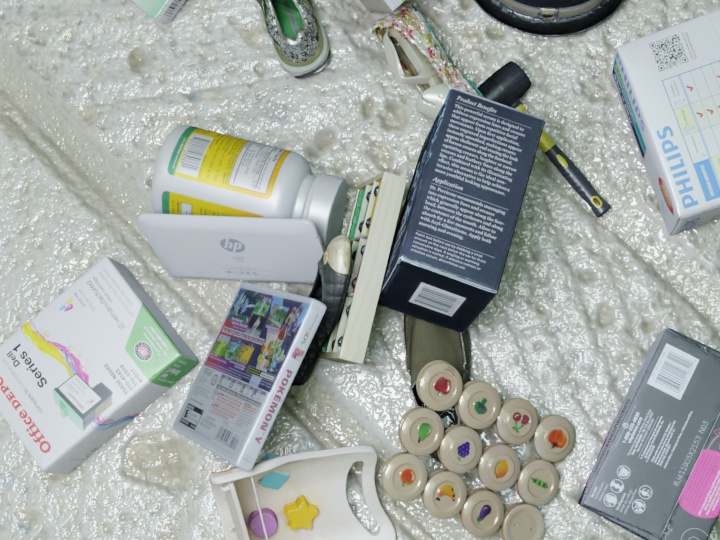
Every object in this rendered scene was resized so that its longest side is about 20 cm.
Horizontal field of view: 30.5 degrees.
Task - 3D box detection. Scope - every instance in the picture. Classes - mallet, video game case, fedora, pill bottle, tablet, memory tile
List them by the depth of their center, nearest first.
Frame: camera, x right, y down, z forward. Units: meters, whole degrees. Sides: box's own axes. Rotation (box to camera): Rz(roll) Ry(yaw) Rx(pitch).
[{"bbox_3d":[0.126,0.197,1.385,0.199,0.017,0.154,25,84,-19],"label":"memory tile"},{"bbox_3d":[-0.121,0.106,1.394,0.023,0.200,0.183,28,82,-25],"label":"video game case"},{"bbox_3d":[-0.132,-0.021,1.433,0.198,0.130,0.014,2,60,13],"label":"tablet"},{"bbox_3d":[-0.120,-0.085,1.457,0.198,0.113,0.114,14,83,9],"label":"pill bottle"},{"bbox_3d":[0.198,-0.135,1.466,0.066,0.041,0.201,-32,83,0],"label":"mallet"},{"bbox_3d":[0.209,-0.359,1.466,0.199,0.092,0.203,-1,81,7],"label":"fedora"}]

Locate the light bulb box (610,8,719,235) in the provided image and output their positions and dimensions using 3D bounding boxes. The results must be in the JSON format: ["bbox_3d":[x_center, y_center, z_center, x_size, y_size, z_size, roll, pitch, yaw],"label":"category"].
[{"bbox_3d":[0.392,-0.167,1.399,0.198,0.125,0.200,-19,80,5],"label":"light bulb box"}]

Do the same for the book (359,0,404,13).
[{"bbox_3d":[0.086,-0.365,1.463,0.200,0.134,0.048,-42,111,-2],"label":"book"}]

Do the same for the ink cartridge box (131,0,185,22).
[{"bbox_3d":[-0.255,-0.413,1.538,0.200,0.050,0.161,40,103,9],"label":"ink cartridge box"}]

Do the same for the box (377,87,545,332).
[{"bbox_3d":[0.102,-0.060,1.378,0.106,0.149,0.202,19,69,-3],"label":"box"}]

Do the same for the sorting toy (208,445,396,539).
[{"bbox_3d":[-0.055,0.265,1.401,0.178,0.107,0.202,-16,108,-10],"label":"sorting toy"}]

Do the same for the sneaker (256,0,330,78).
[{"bbox_3d":[-0.092,-0.322,1.501,0.076,0.089,0.201,-26,77,1],"label":"sneaker"}]

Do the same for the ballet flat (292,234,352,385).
[{"bbox_3d":[-0.055,0.046,1.411,0.056,0.067,0.201,17,122,-13],"label":"ballet flat"}]

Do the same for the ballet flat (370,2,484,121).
[{"bbox_3d":[0.075,-0.210,1.468,0.064,0.076,0.201,-24,68,-28],"label":"ballet flat"}]

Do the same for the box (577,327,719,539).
[{"bbox_3d":[0.323,0.180,1.361,0.131,0.115,0.201,26,84,11],"label":"box"}]

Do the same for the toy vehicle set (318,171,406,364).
[{"bbox_3d":[0.000,0.000,1.422,0.026,0.124,0.202,15,83,-12],"label":"toy vehicle set"}]

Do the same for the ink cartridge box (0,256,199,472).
[{"bbox_3d":[-0.305,0.107,1.464,0.200,0.084,0.145,-40,79,0],"label":"ink cartridge box"}]

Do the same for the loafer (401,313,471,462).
[{"bbox_3d":[0.087,0.106,1.423,0.074,0.070,0.202,-12,80,5],"label":"loafer"}]
